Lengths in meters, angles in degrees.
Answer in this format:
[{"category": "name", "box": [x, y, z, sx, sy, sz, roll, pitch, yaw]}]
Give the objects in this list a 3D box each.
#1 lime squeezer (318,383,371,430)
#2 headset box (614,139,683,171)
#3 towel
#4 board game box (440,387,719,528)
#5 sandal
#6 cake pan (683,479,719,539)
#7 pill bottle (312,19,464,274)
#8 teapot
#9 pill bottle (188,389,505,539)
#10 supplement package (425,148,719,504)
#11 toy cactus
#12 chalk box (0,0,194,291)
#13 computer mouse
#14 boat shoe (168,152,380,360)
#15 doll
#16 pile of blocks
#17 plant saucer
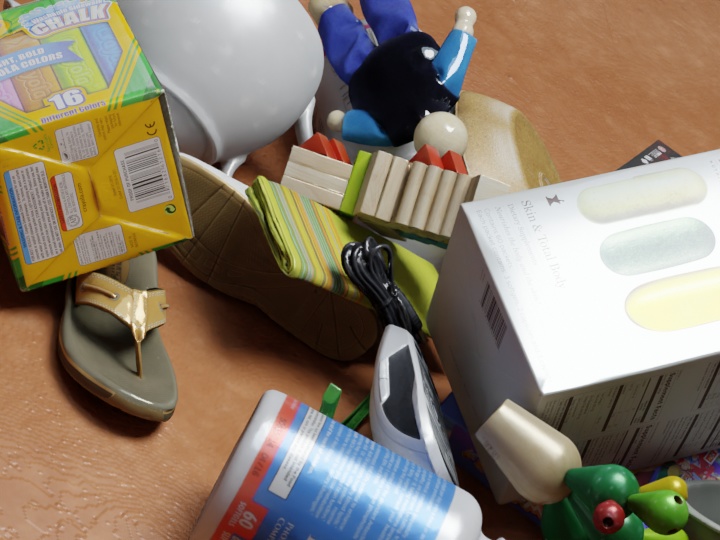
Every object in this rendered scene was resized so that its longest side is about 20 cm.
[{"category": "lime squeezer", "box": [-0.022, 0.105, 1.609, 0.038, 0.071, 0.200, 17, 0, 10]}, {"category": "headset box", "box": [0.275, -0.002, 1.976, 0.200, 0.077, 0.149, 37, 33, 14]}, {"category": "towel", "box": [0.000, 0.000, 1.715, 0.200, 0.018, 0.086, 26, 33, -46]}, {"category": "board game box", "box": [0.164, 0.121, 1.692, 0.200, 0.045, 0.134, 37, 59, 13]}, {"category": "sandal", "box": [-0.156, 0.022, 1.623, 0.080, 0.054, 0.200, 17, 34, -19]}, {"category": "cake pan", "box": [0.292, 0.185, 1.575, 0.199, 0.037, 0.200, 15, 9, -2]}, {"category": "pill bottle", "box": [0.029, -0.091, 1.870, 0.113, 0.114, 0.201, 12, 37, -25]}, {"category": "teapot", "box": [-0.130, -0.141, 1.790, 0.199, 0.198, 0.146, 22, 65, 25]}, {"category": "pill bottle", "box": [0.005, 0.166, 1.497, 0.199, 0.113, 0.112, 28, 32, -1]}, {"category": "supplement package", "box": [0.169, 0.036, 1.629, 0.199, 0.151, 0.152, -12, 60, -17]}, {"category": "toy cactus", "box": [0.134, 0.153, 1.511, 0.165, 0.102, 0.200, 43, -10, 4]}, {"category": "chalk box", "box": [-0.203, -0.103, 1.646, 0.123, 0.125, 0.200, -18, 37, -11]}, {"category": "computer mouse", "box": [0.024, 0.076, 1.604, 0.044, 0.110, 0.200, -18, 37, 6]}, {"category": "boat shoe", "box": [-0.068, -0.016, 1.735, 0.200, 0.071, 0.069, 40, 26, -6]}, {"category": "doll", "box": [0.030, -0.150, 1.805, 0.048, 0.136, 0.200, 46, 12, -46]}, {"category": "pile of blocks", "box": [0.034, -0.057, 1.728, 0.199, 0.062, 0.082, 15, -8, 22]}, {"category": "plant saucer", "box": [0.129, -0.049, 1.853, 0.201, 0.035, 0.201, 58, 18, -32]}]
